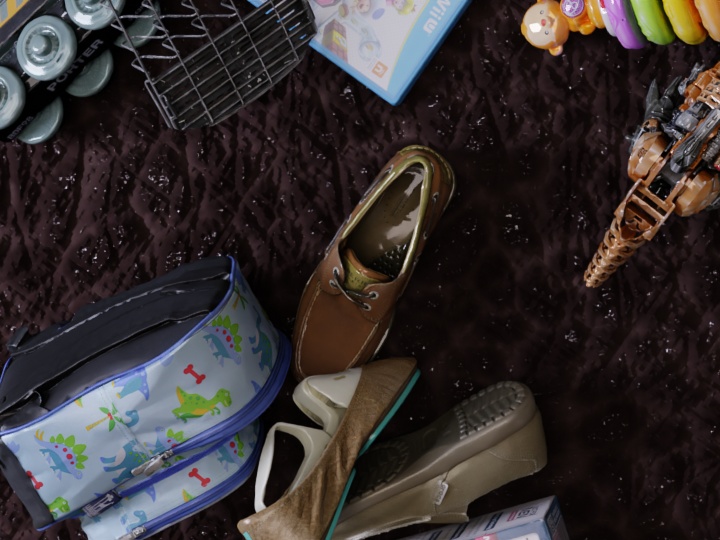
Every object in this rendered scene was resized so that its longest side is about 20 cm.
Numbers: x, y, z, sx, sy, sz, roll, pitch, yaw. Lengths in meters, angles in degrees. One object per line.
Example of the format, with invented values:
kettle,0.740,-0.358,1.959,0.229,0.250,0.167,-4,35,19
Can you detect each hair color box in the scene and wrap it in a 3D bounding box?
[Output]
hair color box,0.048,0.220,1.203,0.199,0.100,0.061,-18,89,12

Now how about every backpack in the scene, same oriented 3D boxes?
backpack,-0.145,0.089,1.202,0.200,0.183,0.147,-29,109,12

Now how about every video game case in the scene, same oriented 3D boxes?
video game case,-0.013,-0.235,1.241,0.200,0.018,0.143,36,98,8

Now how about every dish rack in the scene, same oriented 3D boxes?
dish rack,-0.120,-0.206,1.183,0.153,0.055,0.200,-37,119,-19

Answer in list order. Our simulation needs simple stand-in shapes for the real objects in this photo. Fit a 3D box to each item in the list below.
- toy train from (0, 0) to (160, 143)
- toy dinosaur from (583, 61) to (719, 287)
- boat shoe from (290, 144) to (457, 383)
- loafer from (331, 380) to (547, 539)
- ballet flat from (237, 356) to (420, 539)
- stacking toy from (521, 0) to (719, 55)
toy train,-0.235,-0.181,1.253,0.200,0.085,0.114,-42,72,11
toy dinosaur,0.212,-0.077,1.136,0.200,0.136,0.102,-32,90,21
boat shoe,0.000,0.000,1.221,0.072,0.068,0.200,26,98,8
loafer,0.047,0.152,1.212,0.200,0.076,0.068,-29,109,19
ballet flat,-0.026,0.119,1.181,0.072,0.068,0.200,34,57,-5
stacking toy,0.202,-0.193,1.168,0.200,0.110,0.116,-13,92,22
